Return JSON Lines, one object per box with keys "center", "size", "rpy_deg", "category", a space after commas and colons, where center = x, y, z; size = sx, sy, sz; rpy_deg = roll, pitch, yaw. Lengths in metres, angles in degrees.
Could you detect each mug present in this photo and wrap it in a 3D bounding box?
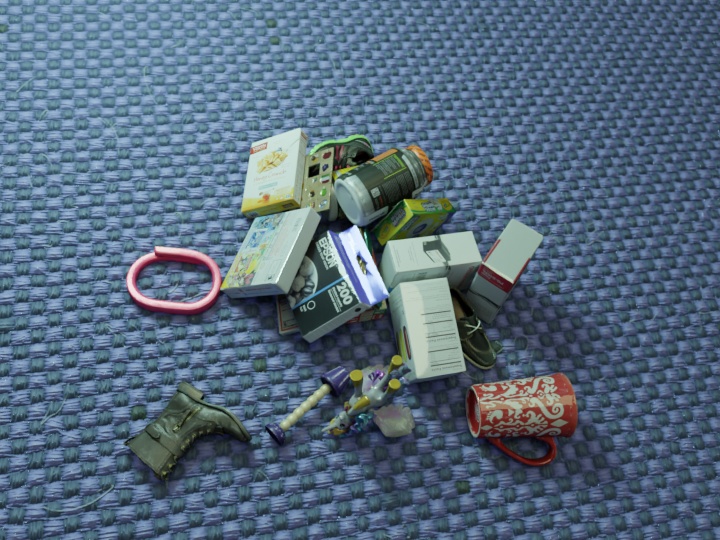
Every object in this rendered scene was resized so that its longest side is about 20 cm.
{"center": [0.330, 0.304, 1.398], "size": [0.199, 0.134, 0.178], "rpy_deg": [-2, 62, -8], "category": "mug"}

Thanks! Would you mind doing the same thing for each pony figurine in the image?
{"center": [0.026, 0.253, 1.353], "size": [0.192, 0.200, 0.167], "rpy_deg": [-15, 59, -34], "category": "pony figurine"}

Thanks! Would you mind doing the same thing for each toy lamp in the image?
{"center": [-0.102, 0.270, 1.378], "size": [0.200, 0.058, 0.058], "rpy_deg": [-39, 75, -22], "category": "toy lamp"}

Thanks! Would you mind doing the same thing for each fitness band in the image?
{"center": [-0.401, 0.023, 1.462], "size": [0.199, 0.037, 0.144], "rpy_deg": [6, 65, -6], "category": "fitness band"}

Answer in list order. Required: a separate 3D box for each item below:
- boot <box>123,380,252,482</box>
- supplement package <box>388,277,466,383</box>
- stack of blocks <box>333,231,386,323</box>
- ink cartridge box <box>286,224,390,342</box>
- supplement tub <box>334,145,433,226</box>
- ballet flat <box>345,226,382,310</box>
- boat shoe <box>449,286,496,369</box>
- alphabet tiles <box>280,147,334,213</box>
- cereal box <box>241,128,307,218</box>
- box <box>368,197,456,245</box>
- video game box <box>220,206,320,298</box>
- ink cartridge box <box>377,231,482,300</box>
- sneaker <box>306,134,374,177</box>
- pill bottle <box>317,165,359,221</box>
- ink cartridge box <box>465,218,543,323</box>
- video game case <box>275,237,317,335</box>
{"center": [-0.330, 0.329, 1.308], "size": [0.199, 0.069, 0.174], "rpy_deg": [30, 67, 10], "category": "boot"}
{"center": [0.138, 0.130, 1.441], "size": [0.109, 0.114, 0.201], "rpy_deg": [-7, 75, -13], "category": "supplement package"}
{"center": [-0.021, 0.013, 1.520], "size": [0.115, 0.059, 0.201], "rpy_deg": [-6, 65, -13], "category": "stack of blocks"}
{"center": [-0.065, 0.018, 1.428], "size": [0.199, 0.043, 0.199], "rpy_deg": [-30, 60, 8], "category": "ink cartridge box"}
{"center": [0.054, -0.191, 1.491], "size": [0.199, 0.123, 0.123], "rpy_deg": [-29, 71, -18], "category": "supplement tub"}
{"center": [0.000, 0.000, 1.470], "size": [0.065, 0.071, 0.201], "rpy_deg": [-16, 61, 13], "category": "ballet flat"}
{"center": [0.237, 0.127, 1.506], "size": [0.072, 0.068, 0.201], "rpy_deg": [-23, 71, -22], "category": "boat shoe"}
{"center": [-0.151, -0.189, 1.561], "size": [0.199, 0.008, 0.168], "rpy_deg": [-12, 59, 27], "category": "alphabet tiles"}
{"center": [-0.199, -0.226, 1.581], "size": [0.143, 0.040, 0.201], "rpy_deg": [-12, 60, 25], "category": "cereal box"}
{"center": [0.116, -0.110, 1.528], "size": [0.199, 0.117, 0.049], "rpy_deg": [-7, 60, -48], "category": "box"}
{"center": [-0.194, -0.036, 1.459], "size": [0.182, 0.047, 0.201], "rpy_deg": [-4, 53, 39], "category": "video game box"}
{"center": [0.150, -0.009, 1.513], "size": [0.199, 0.145, 0.084], "rpy_deg": [-7, 64, -14], "category": "ink cartridge box"}
{"center": [-0.053, -0.270, 1.649], "size": [0.199, 0.077, 0.084], "rpy_deg": [-24, 66, -19], "category": "sneaker"}
{"center": [0.003, -0.191, 1.598], "size": [0.199, 0.113, 0.113], "rpy_deg": [-16, 67, -17], "category": "pill bottle"}
{"center": [0.311, 0.005, 1.507], "size": [0.083, 0.200, 0.145], "rpy_deg": [32, 62, 12], "category": "ink cartridge box"}
{"center": [-0.120, 0.031, 1.480], "size": [0.142, 0.017, 0.201], "rpy_deg": [-16, 64, 14], "category": "video game case"}
